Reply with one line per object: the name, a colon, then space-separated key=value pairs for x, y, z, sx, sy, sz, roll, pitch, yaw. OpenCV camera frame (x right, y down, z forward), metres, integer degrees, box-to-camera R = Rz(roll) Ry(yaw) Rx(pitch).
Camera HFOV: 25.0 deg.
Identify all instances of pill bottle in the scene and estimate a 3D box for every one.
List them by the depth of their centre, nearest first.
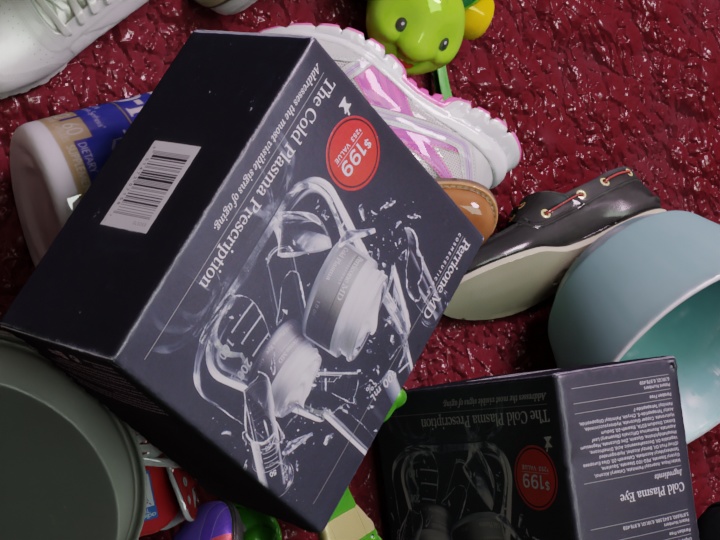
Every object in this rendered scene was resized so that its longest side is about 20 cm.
pill bottle: x=-0.101 y=-0.054 z=0.991 sx=0.200 sy=0.120 sz=0.120 roll=-17 pitch=92 yaw=-23

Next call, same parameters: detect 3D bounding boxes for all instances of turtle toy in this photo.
turtle toy: x=0.048 y=-0.225 z=1.129 sx=0.145 sy=0.101 sz=0.201 roll=21 pitch=72 yaw=-20

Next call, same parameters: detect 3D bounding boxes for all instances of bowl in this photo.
bowl: x=0.214 y=0.035 z=1.172 sx=0.200 sy=0.201 sz=0.105 roll=-12 pitch=49 yaw=-33

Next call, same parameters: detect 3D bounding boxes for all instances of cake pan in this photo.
cake pan: x=-0.218 y=0.129 z=0.891 sx=0.200 sy=0.037 sz=0.201 roll=-2 pitch=113 yaw=-4

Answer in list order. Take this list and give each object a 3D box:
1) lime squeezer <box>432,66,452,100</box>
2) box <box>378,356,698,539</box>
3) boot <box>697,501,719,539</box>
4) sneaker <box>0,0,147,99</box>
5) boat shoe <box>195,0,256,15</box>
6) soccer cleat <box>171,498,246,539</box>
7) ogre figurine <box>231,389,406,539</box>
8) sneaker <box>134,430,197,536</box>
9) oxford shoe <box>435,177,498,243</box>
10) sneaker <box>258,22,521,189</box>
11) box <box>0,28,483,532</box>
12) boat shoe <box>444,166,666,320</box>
lime squeezer: x=0.036 y=-0.092 z=1.149 sx=0.071 sy=0.038 sz=0.200 roll=41 pitch=65 yaw=-20
box: x=0.114 y=0.158 z=1.057 sx=0.104 sy=0.200 sz=0.183 roll=-6 pitch=86 yaw=-34
boot: x=0.224 y=0.271 z=1.199 sx=0.162 sy=0.073 sz=0.199 roll=5 pitch=81 yaw=-28
sneaker: x=-0.170 y=-0.181 z=1.009 sx=0.200 sy=0.080 sz=0.076 roll=-44 pitch=108 yaw=-27
boat shoe: x=-0.028 y=-0.240 z=1.070 sx=0.068 sy=0.200 sz=0.075 roll=28 pitch=23 yaw=-49
soccer cleat: x=-0.132 y=0.226 z=0.968 sx=0.073 sy=0.068 sz=0.200 roll=26 pitch=84 yaw=-26
ogre figurine: x=-0.038 y=0.121 z=1.024 sx=0.098 sy=0.120 sz=0.201 roll=4 pitch=83 yaw=-36
sneaker: x=-0.137 y=0.083 z=0.931 sx=0.200 sy=0.071 sz=0.113 roll=64 pitch=24 yaw=-57
oxford shoe: x=0.000 y=0.000 z=1.043 sx=0.199 sy=0.071 sz=0.071 roll=-21 pitch=117 yaw=-2
sneaker: x=0.005 y=-0.093 z=1.085 sx=0.200 sy=0.081 sz=0.088 roll=28 pitch=71 yaw=-1
box: x=-0.055 y=0.004 z=0.877 sx=0.182 sy=0.104 sz=0.200 roll=46 pitch=66 yaw=-40
boat shoe: x=0.134 y=-0.020 z=1.188 sx=0.201 sy=0.074 sz=0.063 roll=-21 pitch=62 yaw=-24
